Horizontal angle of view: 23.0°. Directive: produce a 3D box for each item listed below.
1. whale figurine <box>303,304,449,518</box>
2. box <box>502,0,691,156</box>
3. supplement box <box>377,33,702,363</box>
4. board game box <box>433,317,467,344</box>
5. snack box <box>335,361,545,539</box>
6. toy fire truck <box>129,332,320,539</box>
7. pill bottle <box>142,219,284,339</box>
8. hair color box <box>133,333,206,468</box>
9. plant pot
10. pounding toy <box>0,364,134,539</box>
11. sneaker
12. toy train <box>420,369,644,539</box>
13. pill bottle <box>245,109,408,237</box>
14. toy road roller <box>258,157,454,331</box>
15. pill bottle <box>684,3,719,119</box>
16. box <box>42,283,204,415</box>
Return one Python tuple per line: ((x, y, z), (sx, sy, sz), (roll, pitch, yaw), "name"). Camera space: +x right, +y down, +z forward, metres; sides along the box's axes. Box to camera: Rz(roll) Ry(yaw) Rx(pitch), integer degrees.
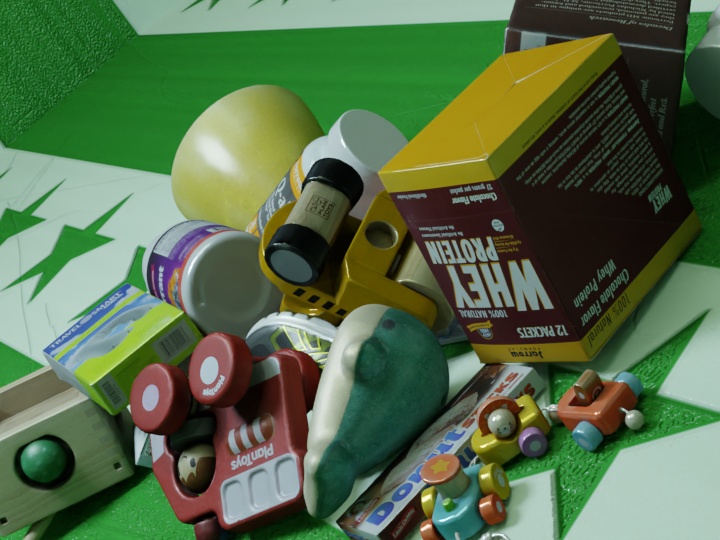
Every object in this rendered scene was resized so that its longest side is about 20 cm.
((0.013, 0.123, 1.515), (0.103, 0.160, 0.200), (14, 45, 11), "whale figurine")
((0.223, -0.189, 1.679), (0.163, 0.167, 0.200), (8, 35, 8), "box")
((0.157, -0.059, 1.512), (0.132, 0.201, 0.197), (-4, 32, 49), "supplement box")
((0.120, -0.004, 1.727), (0.199, 0.026, 0.200), (-14, 31, 46), "board game box")
((0.068, 0.153, 1.484), (0.200, 0.024, 0.072), (-45, 22, -20), "snack box")
((-0.120, 0.160, 1.612), (0.199, 0.112, 0.169), (-27, 60, 37), "toy fire truck")
((-0.161, 0.006, 1.851), (0.111, 0.112, 0.200), (-42, 20, -14), "pill bottle")
((-0.195, 0.123, 1.848), (0.200, 0.060, 0.100), (-111, 39, -68), "hair color box")
((-0.102, -0.096, 2.080), (0.200, 0.200, 0.142), (-39, 49, -7), "plant pot")
((-0.335, 0.210, 1.882), (0.183, 0.143, 0.200), (-26, 20, 1), "pounding toy")
((-0.042, 0.094, 1.671), (0.199, 0.075, 0.085), (2, 54, 39), "sneaker")
((0.123, 0.140, 1.386), (0.200, 0.056, 0.150), (-45, 22, -20), "toy train")
((-0.033, -0.072, 1.898), (0.200, 0.116, 0.117), (-51, 9, 37), "pill bottle")
((0.000, 0.000, 1.687), (0.146, 0.199, 0.123), (109, -174, -54), "toy road roller")
((0.394, -0.232, 1.651), (0.200, 0.114, 0.113), (-47, 24, -25), "pill bottle")
((-0.249, 0.076, 1.817), (0.122, 0.048, 0.200), (-39, 23, -16), "box")
